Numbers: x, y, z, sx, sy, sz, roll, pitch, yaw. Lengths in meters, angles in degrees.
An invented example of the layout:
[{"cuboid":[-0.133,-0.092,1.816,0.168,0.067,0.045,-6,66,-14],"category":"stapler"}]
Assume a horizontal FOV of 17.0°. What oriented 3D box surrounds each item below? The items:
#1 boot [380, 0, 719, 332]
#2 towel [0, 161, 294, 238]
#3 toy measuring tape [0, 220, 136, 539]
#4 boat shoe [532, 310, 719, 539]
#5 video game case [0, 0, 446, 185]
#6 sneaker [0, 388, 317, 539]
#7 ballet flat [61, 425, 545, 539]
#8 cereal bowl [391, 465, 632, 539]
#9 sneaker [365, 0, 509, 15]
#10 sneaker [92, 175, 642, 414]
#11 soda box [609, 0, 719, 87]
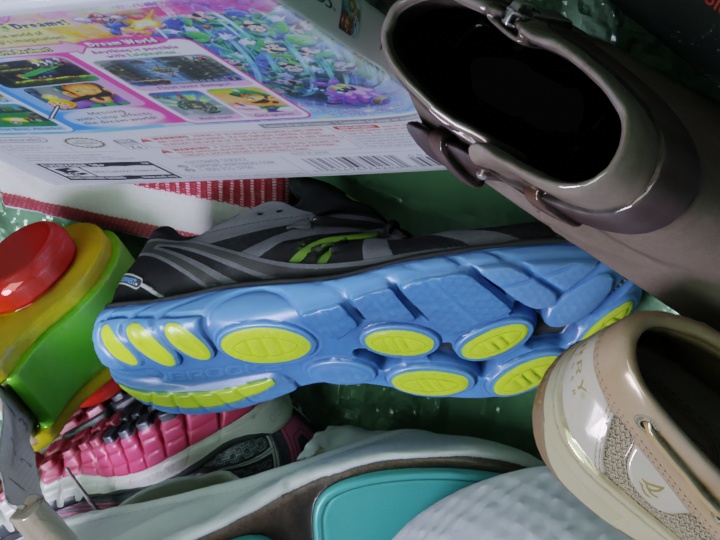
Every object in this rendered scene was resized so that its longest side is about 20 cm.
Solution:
[{"cuboid":[0.097,-0.020,0.708,0.199,0.146,0.071,27,92,29],"category":"boot"},{"cuboid":[-0.086,-0.107,0.893,0.143,0.023,0.201,13,119,30],"category":"towel"},{"cuboid":[-0.105,0.032,0.892,0.200,0.073,0.074,-116,24,-62],"category":"toy measuring tape"},{"cuboid":[0.146,0.081,0.731,0.199,0.072,0.065,31,152,-8],"category":"boat shoe"},{"cuboid":[-0.073,-0.065,0.791,0.199,0.182,0.024,-1,75,30],"category":"video game case"},{"cuboid":[-0.097,0.090,0.954,0.199,0.081,0.075,-21,113,44],"category":"sneaker"},{"cuboid":[-0.026,0.088,0.860,0.069,0.199,0.070,166,90,-78],"category":"ballet flat"},{"cuboid":[0.084,0.167,0.807,0.198,0.083,0.201,8,124,12],"category":"cereal bowl"},{"cuboid":[0.019,-0.157,0.773,0.082,0.077,0.201,-121,32,-43],"category":"sneaker"},{"cuboid":[0.000,0.000,0.840,0.198,0.083,0.071,-5,139,24],"category":"sneaker"},{"cuboid":[0.152,-0.070,0.701,0.200,0.063,0.071,41,129,16],"category":"soda box"}]
